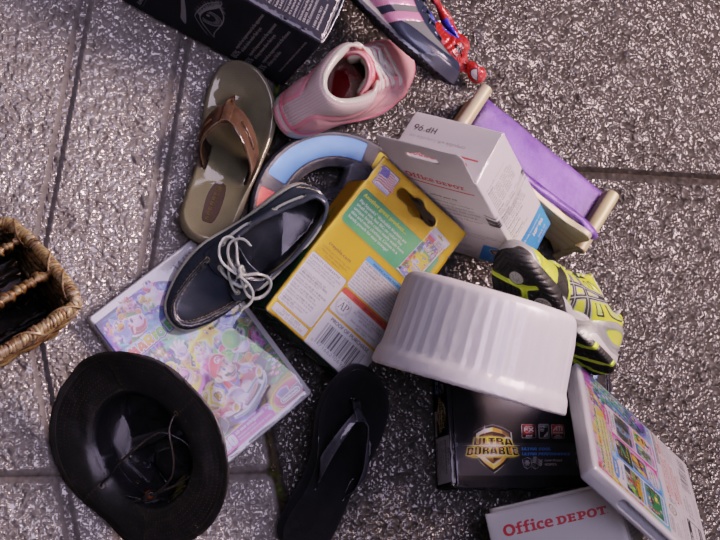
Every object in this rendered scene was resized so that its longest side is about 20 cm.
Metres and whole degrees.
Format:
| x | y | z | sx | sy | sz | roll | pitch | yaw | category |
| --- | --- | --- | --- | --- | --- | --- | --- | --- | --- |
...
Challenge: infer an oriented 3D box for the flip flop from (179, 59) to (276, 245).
| x | y | z | sx | sy | sz | roll | pitch | yaw | category |
| --- | --- | --- | --- | --- | --- | --- | --- | --- | --- |
| -0.138 | -0.124 | 1.654 | 0.080 | 0.058 | 0.202 | 15 | 72 | 4 | flip flop |

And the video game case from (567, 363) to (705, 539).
| x | y | z | sx | sy | sz | roll | pitch | yaw | category |
| --- | --- | --- | --- | --- | --- | --- | --- | --- | --- |
| 0.283 | 0.206 | 1.659 | 0.182 | 0.201 | 0.024 | 42 | 111 | -17 | video game case |

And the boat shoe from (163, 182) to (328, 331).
| x | y | z | sx | sy | sz | roll | pitch | yaw | category |
| --- | --- | --- | --- | --- | --- | --- | --- | --- | --- |
| -0.112 | -0.010 | 1.609 | 0.199 | 0.062 | 0.075 | -36 | 105 | -6 | boat shoe |

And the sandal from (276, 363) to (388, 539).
| x | y | z | sx | sy | sz | roll | pitch | yaw | category |
| --- | --- | --- | --- | --- | --- | --- | --- | --- | --- |
| -0.019 | 0.194 | 1.618 | 0.075 | 0.043 | 0.202 | 17 | 93 | -26 | sandal |

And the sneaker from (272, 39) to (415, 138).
| x | y | z | sx | sy | sz | roll | pitch | yaw | category |
| --- | --- | --- | --- | --- | --- | --- | --- | --- | --- |
| 0.007 | -0.203 | 1.696 | 0.199 | 0.104 | 0.076 | -30 | 90 | -39 | sneaker |

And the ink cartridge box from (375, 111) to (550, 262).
| x | y | z | sx | sy | sz | roll | pitch | yaw | category |
| --- | --- | --- | --- | --- | --- | --- | --- | --- | --- |
| 0.107 | -0.093 | 1.667 | 0.068 | 0.115 | 0.200 | -58 | 142 | -20 | ink cartridge box |

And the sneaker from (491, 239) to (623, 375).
| x | y | z | sx | sy | sz | roll | pitch | yaw | category |
| --- | --- | --- | --- | --- | --- | --- | --- | --- | --- |
| 0.207 | 0.028 | 1.699 | 0.200 | 0.075 | 0.077 | 46 | 54 | -33 | sneaker |

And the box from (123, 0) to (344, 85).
| x | y | z | sx | sy | sz | roll | pitch | yaw | category |
| --- | --- | --- | --- | --- | --- | --- | --- | --- | --- |
| -0.126 | -0.298 | 1.657 | 0.199 | 0.148 | 0.105 | 28 | 71 | -14 | box |

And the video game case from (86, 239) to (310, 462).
| x | y | z | sx | sy | sz | roll | pitch | yaw | category |
| --- | --- | --- | --- | --- | --- | --- | --- | --- | --- |
| -0.161 | 0.088 | 1.634 | 0.143 | 0.018 | 0.201 | -38 | 94 | -23 | video game case |

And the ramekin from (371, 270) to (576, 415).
| x | y | z | sx | sy | sz | roll | pitch | yaw | category |
| --- | --- | --- | --- | --- | --- | --- | --- | --- | --- |
| 0.118 | 0.069 | 1.589 | 0.198 | 0.200 | 0.099 | 16 | 88 | -17 | ramekin |

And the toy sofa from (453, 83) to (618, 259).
| x | y | z | sx | sy | sz | roll | pitch | yaw | category |
| --- | --- | --- | --- | --- | --- | --- | --- | --- | --- |
| 0.185 | -0.109 | 1.764 | 0.199 | 0.098 | 0.083 | 38 | 69 | -9 | toy sofa |

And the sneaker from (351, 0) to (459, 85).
| x | y | z | sx | sy | sz | roll | pitch | yaw | category |
| --- | --- | --- | --- | --- | --- | --- | --- | --- | --- |
| 0.047 | -0.287 | 1.707 | 0.082 | 0.070 | 0.200 | -44 | 88 | 1 | sneaker |

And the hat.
| x | y | z | sx | sy | sz | roll | pitch | yaw | category |
| --- | --- | --- | --- | --- | --- | --- | --- | --- | --- |
| -0.197 | 0.162 | 1.561 | 0.202 | 0.200 | 0.081 | 61 | 28 | 0 | hat |

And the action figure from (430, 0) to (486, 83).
| x | y | z | sx | sy | sz | roll | pitch | yaw | category |
| --- | --- | --- | --- | --- | --- | --- | --- | --- | --- |
| 0.063 | -0.276 | 1.781 | 0.200 | 0.052 | 0.066 | 42 | 63 | -11 | action figure |

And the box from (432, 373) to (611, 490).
| x | y | z | sx | sy | sz | roll | pitch | yaw | category |
| --- | --- | --- | --- | --- | --- | --- | --- | --- | --- |
| 0.175 | 0.135 | 1.738 | 0.198 | 0.050 | 0.201 | 4 | 79 | -21 | box |

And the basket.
| x | y | z | sx | sy | sz | roll | pitch | yaw | category |
| --- | --- | --- | --- | --- | --- | --- | --- | --- | --- |
| -0.378 | 0.033 | 1.493 | 0.199 | 0.149 | 0.144 | -31 | 91 | -22 | basket |

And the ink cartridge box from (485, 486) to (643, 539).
| x | y | z | sx | sy | sz | roll | pitch | yaw | category |
| --- | --- | --- | --- | --- | --- | --- | --- | --- | --- |
| 0.226 | 0.327 | 1.661 | 0.144 | 0.083 | 0.202 | -15 | 83 | 18 | ink cartridge box |

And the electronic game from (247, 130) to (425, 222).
| x | y | z | sx | sy | sz | roll | pitch | yaw | category |
| --- | --- | --- | --- | --- | --- | --- | --- | --- | --- |
| -0.024 | -0.049 | 1.702 | 0.198 | 0.042 | 0.202 | 4 | 78 | -20 | electronic game |

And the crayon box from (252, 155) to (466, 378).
| x | y | z | sx | sy | sz | roll | pitch | yaw | category |
| --- | --- | --- | --- | --- | --- | --- | --- | --- | --- |
| 0.000 | 0.000 | 1.655 | 0.126 | 0.051 | 0.201 | 42 | 78 | -17 | crayon box |
